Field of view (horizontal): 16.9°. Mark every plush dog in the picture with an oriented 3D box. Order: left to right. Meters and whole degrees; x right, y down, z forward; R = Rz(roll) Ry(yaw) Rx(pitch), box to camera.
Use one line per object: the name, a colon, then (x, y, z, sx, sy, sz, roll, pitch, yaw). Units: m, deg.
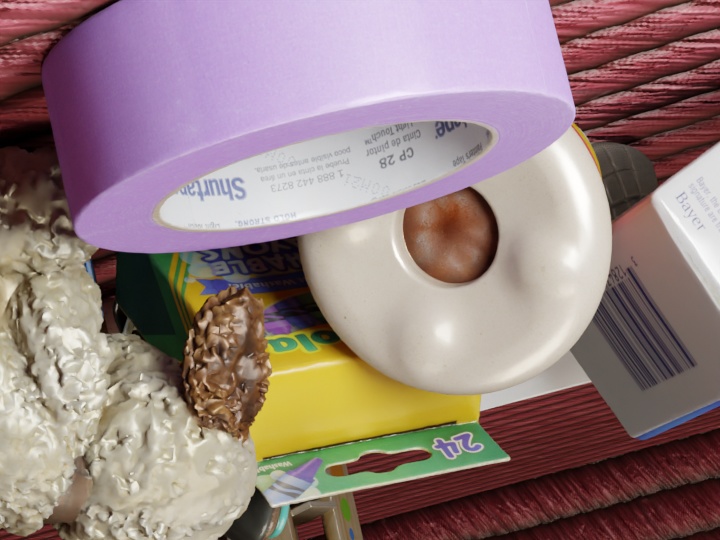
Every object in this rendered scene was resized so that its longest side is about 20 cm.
plush dog: (-0.125, 0.068, 1.047, 0.171, 0.161, 0.200, 19, 136, -11)

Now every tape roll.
tape roll: (-0.020, -0.066, 0.939, 0.199, 0.066, 0.200, -13, 169, -3)

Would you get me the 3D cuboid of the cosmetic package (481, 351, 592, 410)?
cosmetic package: (0.057, 0.026, 1.362, 0.199, 0.052, 0.151, -14, -154, 0)

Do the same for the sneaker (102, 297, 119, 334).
sneaker: (-0.196, 0.058, 1.370, 0.199, 0.077, 0.081, -16, 160, 8)

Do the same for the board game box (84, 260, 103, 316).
board game box: (-0.230, 0.015, 1.182, 0.199, 0.037, 0.151, -13, 169, -6)

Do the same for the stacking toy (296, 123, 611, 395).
stacking toy: (0.069, -0.032, 1.131, 0.145, 0.147, 0.200, -18, -176, 24)

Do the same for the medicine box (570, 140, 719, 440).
medicine box: (0.209, -0.024, 1.177, 0.199, 0.103, 0.182, -34, 177, -19)

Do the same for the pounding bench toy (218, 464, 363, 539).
pounding bench toy: (-0.091, 0.146, 1.722, 0.123, 0.157, 0.200, -16, 169, 18)

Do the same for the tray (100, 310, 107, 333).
tray: (-0.228, 0.058, 1.264, 0.199, 0.037, 0.099, -13, -146, -5)

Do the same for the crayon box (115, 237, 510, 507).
crayon box: (-0.025, 0.030, 1.159, 0.125, 0.052, 0.200, -9, -149, -24)

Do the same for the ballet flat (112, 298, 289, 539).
ballet flat: (-0.088, 0.068, 1.196, 0.068, 0.068, 0.200, 9, -154, -20)

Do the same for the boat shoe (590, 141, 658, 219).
boat shoe: (0.082, -0.032, 1.282, 0.073, 0.075, 0.199, 12, -166, 42)
